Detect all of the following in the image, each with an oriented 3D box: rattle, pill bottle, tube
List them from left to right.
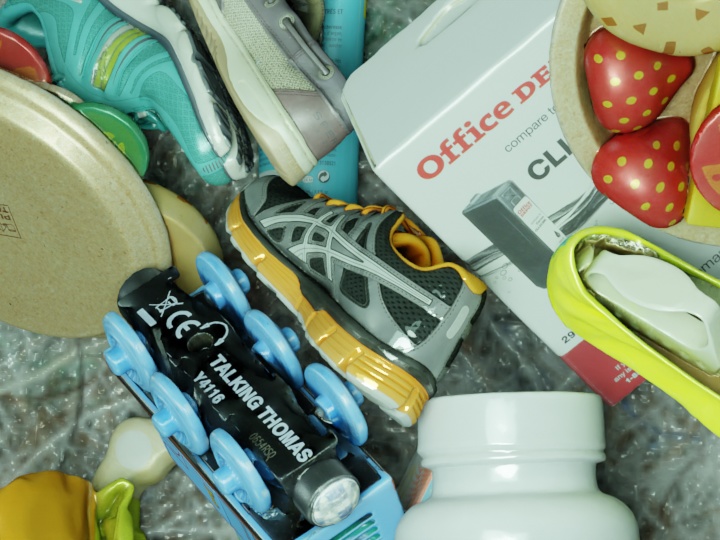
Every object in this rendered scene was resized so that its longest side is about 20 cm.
[{"bbox_3d":[-0.070,0.144,1.396,0.199,0.143,0.131,25,76,22],"label":"rattle"},{"bbox_3d":[-0.028,-0.097,1.438,0.077,0.050,0.201,-2,84,22],"label":"tube"},{"bbox_3d":[0.076,0.161,1.284,0.119,0.120,0.201,-3,84,16],"label":"pill bottle"}]

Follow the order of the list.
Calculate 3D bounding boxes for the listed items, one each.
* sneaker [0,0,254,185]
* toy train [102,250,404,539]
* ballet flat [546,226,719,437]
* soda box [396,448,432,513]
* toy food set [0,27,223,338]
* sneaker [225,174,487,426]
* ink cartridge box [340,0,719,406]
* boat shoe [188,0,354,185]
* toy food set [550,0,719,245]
[{"bbox_3d":[-0.122,-0.101,1.426,0.080,0.078,0.200,-38,50,-7],"label":"sneaker"},{"bbox_3d":[-0.057,0.077,1.346,0.086,0.115,0.200,-33,46,-15],"label":"toy train"},{"bbox_3d":[0.172,0.039,1.241,0.199,0.067,0.067,31,70,16],"label":"ballet flat"},{"bbox_3d":[0.026,0.175,1.374,0.063,0.068,0.201,28,84,-7],"label":"soda box"},{"bbox_3d":[-0.179,-0.043,1.425,0.199,0.049,0.198,-3,130,39],"label":"toy food set"},{"bbox_3d":[0.000,0.000,1.324,0.077,0.078,0.200,-48,39,4],"label":"sneaker"},{"bbox_3d":[0.109,-0.054,1.319,0.144,0.084,0.200,-40,121,11],"label":"ink cartridge box"},{"bbox_3d":[-0.048,-0.126,1.396,0.065,0.072,0.200,-27,46,1],"label":"boat shoe"},{"bbox_3d":[0.184,-0.096,1.208,0.197,0.049,0.201,6,118,-5],"label":"toy food set"}]
